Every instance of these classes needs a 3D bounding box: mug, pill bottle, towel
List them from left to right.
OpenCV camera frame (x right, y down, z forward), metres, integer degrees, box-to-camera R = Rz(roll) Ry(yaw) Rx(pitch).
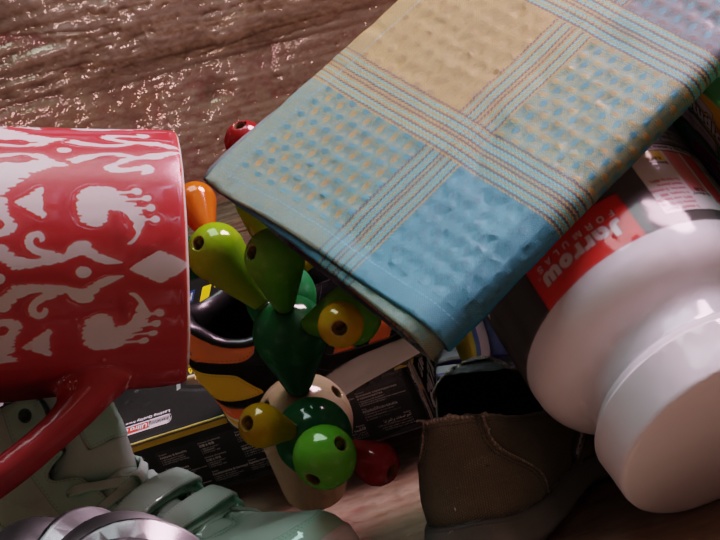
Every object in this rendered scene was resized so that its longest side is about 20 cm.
[{"bbox_3d":[-0.173,0.020,0.797,0.199,0.179,0.133,-3,4,-9],"label":"mug"},{"bbox_3d":[0.050,-0.067,0.795,0.200,0.022,0.147,-44,55,-13],"label":"towel"},{"bbox_3d":[0.107,-0.003,0.816,0.115,0.116,0.200,-17,50,-17],"label":"pill bottle"}]

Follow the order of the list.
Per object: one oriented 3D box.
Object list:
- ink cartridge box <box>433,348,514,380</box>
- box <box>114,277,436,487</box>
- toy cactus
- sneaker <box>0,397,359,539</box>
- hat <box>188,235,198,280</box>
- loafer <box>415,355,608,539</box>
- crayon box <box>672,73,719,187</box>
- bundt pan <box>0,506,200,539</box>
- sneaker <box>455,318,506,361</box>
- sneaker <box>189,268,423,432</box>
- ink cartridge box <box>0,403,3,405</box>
[{"bbox_3d":[0.106,0.039,1.107,0.197,0.044,0.200,-9,14,37],"label":"ink cartridge box"},{"bbox_3d":[-0.056,0.051,1.068,0.199,0.050,0.160,-18,27,12],"label":"box"},{"bbox_3d":[-0.022,0.039,0.865,0.102,0.166,0.200,-18,43,-13],"label":"toy cactus"},{"bbox_3d":[-0.098,0.093,0.827,0.200,0.119,0.074,-9,8,30],"label":"sneaker"},{"bbox_3d":[-0.118,0.078,1.370,0.199,0.177,0.166,23,5,-3],"label":"hat"},{"bbox_3d":[0.075,0.068,0.862,0.075,0.070,0.200,-12,8,19],"label":"loafer"},{"bbox_3d":[0.194,-0.028,0.794,0.058,0.119,0.200,-27,39,-5],"label":"crayon box"},{"bbox_3d":[-0.135,0.143,0.696,0.201,0.076,0.202,-13,8,2],"label":"bundt pan"},{"bbox_3d":[0.080,-0.006,1.079,0.082,0.074,0.200,-22,21,4],"label":"sneaker"},{"bbox_3d":[0.000,0.000,0.954,0.200,0.090,0.070,-35,44,-1],"label":"sneaker"},{"bbox_3d":[-0.236,0.076,1.110,0.087,0.146,0.200,-18,9,-18],"label":"ink cartridge box"}]
